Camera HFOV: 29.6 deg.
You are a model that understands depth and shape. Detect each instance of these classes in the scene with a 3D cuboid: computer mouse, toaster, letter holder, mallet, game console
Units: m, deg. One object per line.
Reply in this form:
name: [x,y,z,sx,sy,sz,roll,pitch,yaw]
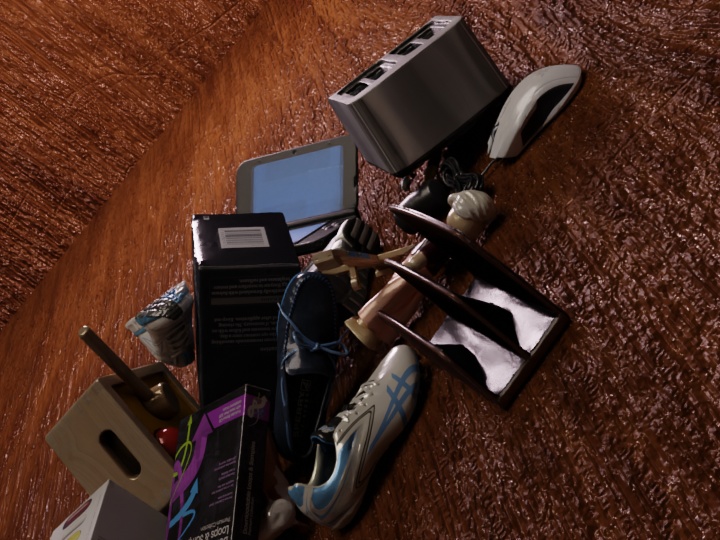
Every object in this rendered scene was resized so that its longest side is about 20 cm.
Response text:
computer mouse: [0.164,-0.161,1.517,0.200,0.044,0.110,-48,18,13]
toaster: [0.070,-0.205,1.637,0.180,0.119,0.200,-38,16,-2]
letter holder: [0.074,0.024,1.246,0.101,0.142,0.200,-52,19,-3]
mallet: [0.091,-0.122,1.638,0.066,0.041,0.201,-36,21,39]
game console: [-0.108,-0.086,1.795,0.198,0.118,0.176,-12,12,30]

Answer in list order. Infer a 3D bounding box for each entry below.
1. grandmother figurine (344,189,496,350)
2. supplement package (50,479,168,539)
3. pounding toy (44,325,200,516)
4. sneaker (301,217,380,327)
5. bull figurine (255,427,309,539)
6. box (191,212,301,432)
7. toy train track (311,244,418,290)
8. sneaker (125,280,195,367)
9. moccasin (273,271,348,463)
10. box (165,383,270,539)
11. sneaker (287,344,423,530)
grandmother figurine: [0.068,-0.005,1.447,0.200,0.060,0.121,-48,5,6]
supplement package: [-0.250,0.350,1.399,0.111,0.155,0.201,-43,22,26]
pounding toy: [-0.249,0.174,1.544,0.142,0.200,0.184,-46,-11,16]
sneaker: [-0.045,0.031,1.640,0.115,0.075,0.200,-43,11,39]
bull figurine: [-0.115,0.234,1.406,0.122,0.065,0.201,-49,29,20]
box: [-0.133,0.056,1.567,0.197,0.116,0.202,-114,24,-69]
toy train track: [0.000,0.000,1.461,0.114,0.033,0.200,-16,-9,20]
sneaker: [-0.221,0.071,1.614,0.075,0.087,0.200,-35,1,-16]
moccasin: [-0.048,0.103,1.434,0.068,0.080,0.202,-168,79,-75]
box: [-0.147,0.230,1.363,0.143,0.036,0.202,-31,49,48]
sneaker: [-0.001,0.150,1.308,0.072,0.072,0.201,-22,34,58]
